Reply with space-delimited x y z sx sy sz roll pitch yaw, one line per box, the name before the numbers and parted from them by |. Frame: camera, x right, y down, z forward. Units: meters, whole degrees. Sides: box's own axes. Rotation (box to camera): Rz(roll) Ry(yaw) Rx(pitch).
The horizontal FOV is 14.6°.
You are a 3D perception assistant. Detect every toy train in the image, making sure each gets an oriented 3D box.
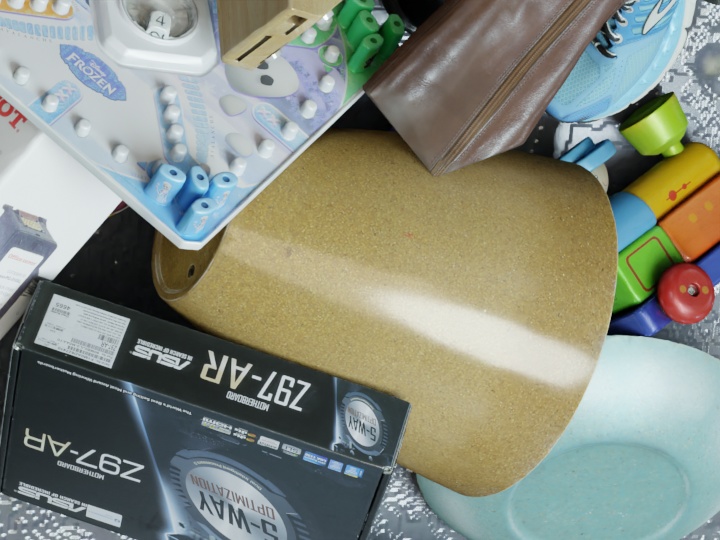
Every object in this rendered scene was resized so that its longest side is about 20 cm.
toy train | 0.191 -0.052 1.578 0.200 0.085 0.116 -36 96 -29

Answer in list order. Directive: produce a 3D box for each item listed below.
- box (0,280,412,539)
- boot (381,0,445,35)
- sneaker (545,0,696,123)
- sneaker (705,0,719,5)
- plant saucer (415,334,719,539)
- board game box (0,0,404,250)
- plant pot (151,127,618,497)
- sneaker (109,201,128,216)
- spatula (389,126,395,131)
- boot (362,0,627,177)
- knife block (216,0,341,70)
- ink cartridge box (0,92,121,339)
box | -0.085 0.092 1.448 0.199 0.044 0.160 19 146 0
boot | 0.087 -0.204 1.450 0.079 0.158 0.212 23 100 -19
sneaker | 0.138 -0.161 1.474 0.090 0.078 0.200 -22 147 -50
sneaker | 0.203 -0.249 1.520 0.090 0.078 0.201 -18 105 -40
plant saucer | 0.132 0.116 1.574 0.200 0.039 0.201 -4 138 -4
board game box | -0.100 -0.130 1.391 0.200 0.200 0.026 40 138 5
plant pot | 0.000 0.000 1.454 0.199 0.186 0.187 20 101 -25
sneaker | -0.141 -0.061 1.476 0.200 0.090 0.075 -45 112 2
spatula | 0.073 -0.115 1.549 0.056 0.021 0.200 32 96 -27
boot | 0.119 -0.119 1.402 0.186 0.064 0.200 23 115 -28
knife block | -0.044 -0.220 1.400 0.176 0.064 0.200 50 48 -7
ink cartridge box | -0.227 -0.033 1.426 0.200 0.145 0.084 -48 145 5
